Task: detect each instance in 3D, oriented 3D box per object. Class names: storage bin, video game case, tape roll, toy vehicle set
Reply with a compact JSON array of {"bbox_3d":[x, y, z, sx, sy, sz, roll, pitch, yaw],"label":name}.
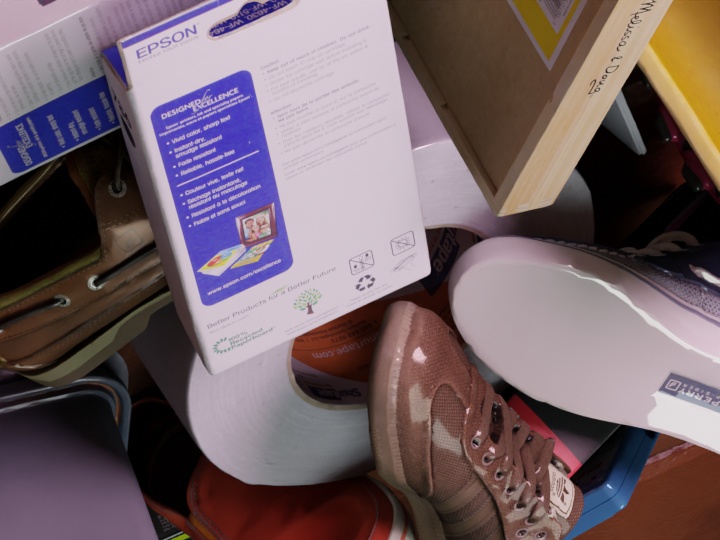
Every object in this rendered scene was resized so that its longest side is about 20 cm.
[{"bbox_3d":[-0.155,0.154,1.263,0.145,0.134,0.200,-12,139,-21],"label":"storage bin"},{"bbox_3d":[0.102,0.087,1.394,0.143,0.018,0.200,-34,-168,34],"label":"video game case"},{"bbox_3d":[0.000,0.000,1.202,0.200,0.066,0.201,-22,141,-19],"label":"tape roll"},{"bbox_3d":[0.064,-0.126,1.003,0.026,0.124,0.200,-14,152,-28],"label":"toy vehicle set"}]

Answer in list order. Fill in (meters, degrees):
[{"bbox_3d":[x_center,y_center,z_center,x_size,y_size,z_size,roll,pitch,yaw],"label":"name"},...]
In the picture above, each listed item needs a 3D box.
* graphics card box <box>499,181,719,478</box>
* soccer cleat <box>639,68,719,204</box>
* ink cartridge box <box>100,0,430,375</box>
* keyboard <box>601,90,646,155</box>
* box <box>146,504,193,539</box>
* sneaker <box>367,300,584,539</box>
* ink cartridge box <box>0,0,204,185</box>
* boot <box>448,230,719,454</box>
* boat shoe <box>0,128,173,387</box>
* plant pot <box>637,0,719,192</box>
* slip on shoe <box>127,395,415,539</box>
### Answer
[{"bbox_3d":[0.123,0.029,1.329,0.200,0.051,0.125,-43,-178,-15],"label":"graphics card box"},{"bbox_3d":[0.200,-0.043,1.227,0.086,0.200,0.070,-26,166,-28],"label":"soccer cleat"},{"bbox_3d":[-0.033,-0.049,1.019,0.099,0.039,0.200,-24,145,-10],"label":"ink cartridge box"},{"bbox_3d":[0.081,-0.101,1.154,0.011,0.056,0.200,-51,156,-6],"label":"keyboard"},{"bbox_3d":[-0.125,0.169,1.478,0.200,0.048,0.193,-22,152,-11],"label":"box"},{"bbox_3d":[0.056,0.081,1.196,0.075,0.071,0.200,1,144,16],"label":"sneaker"},{"bbox_3d":[-0.081,-0.090,1.002,0.200,0.037,0.095,-28,158,-5],"label":"ink cartridge box"},{"bbox_3d":[0.124,0.018,1.220,0.200,0.090,0.073,25,125,-21],"label":"boot"},{"bbox_3d":[-0.086,-0.029,1.102,0.200,0.072,0.068,-45,139,17],"label":"boat shoe"},{"bbox_3d":[0.222,-0.120,1.114,0.194,0.196,0.200,-37,164,19],"label":"plant pot"},{"bbox_3d":[-0.049,0.106,1.286,0.061,0.200,0.074,36,83,-39],"label":"slip on shoe"}]
